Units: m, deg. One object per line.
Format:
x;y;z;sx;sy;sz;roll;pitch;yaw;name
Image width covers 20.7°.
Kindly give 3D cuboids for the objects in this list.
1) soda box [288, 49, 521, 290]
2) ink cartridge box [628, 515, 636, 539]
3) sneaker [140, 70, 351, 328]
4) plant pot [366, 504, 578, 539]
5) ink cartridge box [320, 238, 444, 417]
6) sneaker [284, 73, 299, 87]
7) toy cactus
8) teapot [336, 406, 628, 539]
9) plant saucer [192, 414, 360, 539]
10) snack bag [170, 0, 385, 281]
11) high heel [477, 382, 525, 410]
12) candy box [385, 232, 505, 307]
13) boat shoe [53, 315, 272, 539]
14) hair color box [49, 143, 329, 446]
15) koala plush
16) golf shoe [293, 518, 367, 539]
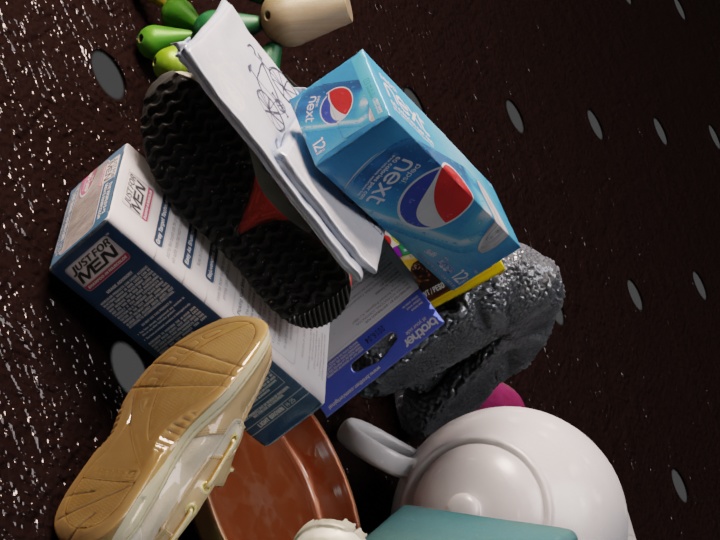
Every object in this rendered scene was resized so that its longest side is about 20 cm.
0.034;-0.066;1.383;0.200;0.064;0.068;40;22;-49;soda box
0.157;0.276;1.580;0.086;0.147;0.200;16;54;-59;ink cartridge box
-0.076;-0.049;1.348;0.200;0.070;0.093;51;9;-2;sneaker
0.044;0.262;1.339;0.200;0.141;0.142;-19;111;-59;plant pot
-0.044;-0.005;1.442;0.200;0.119;0.042;52;-13;-4;ink cartridge box
-0.014;-0.110;1.685;0.200;0.070;0.078;21;54;-57;sneaker
-0.087;-0.178;1.504;0.102;0.165;0.200;59;20;-68;toy cactus
0.097;0.187;1.493;0.146;0.200;0.198;27;49;-61;teapot
-0.064;0.161;1.378;0.200;0.032;0.200;47;30;-37;plant saucer
-0.047;-0.098;1.362;0.200;0.021;0.189;52;16;-11;snack bag
0.128;0.169;1.722;0.200;0.067;0.096;58;11;-48;high heel
0.000;0.000;1.486;0.102;0.200;0.026;63;-12;-1;candy box
-0.114;0.114;1.234;0.200;0.074;0.069;-52;134;-32;boat shoe
-0.111;0.018;1.331;0.200;0.060;0.100;42;25;-23;hair color box
0.049;-0.001;1.616;0.200;0.184;0.177;56;5;31;koala plush
-0.014;0.250;1.194;0.097;0.078;0.200;10;70;-69;golf shoe
